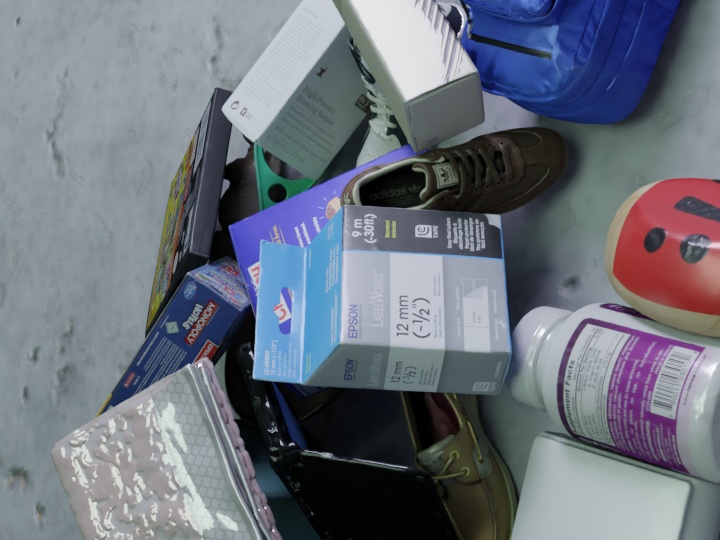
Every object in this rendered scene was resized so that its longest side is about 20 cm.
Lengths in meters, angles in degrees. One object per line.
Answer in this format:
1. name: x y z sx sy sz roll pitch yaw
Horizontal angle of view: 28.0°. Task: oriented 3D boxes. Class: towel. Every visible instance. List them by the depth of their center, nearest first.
1. towel: -0.168 0.202 1.236 0.191 0.032 0.200 -33 71 26

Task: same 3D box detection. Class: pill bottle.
1. pill bottle: 0.212 0.086 1.112 0.200 0.112 0.112 14 92 45

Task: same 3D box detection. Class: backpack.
1. backpack: 0.161 -0.229 1.189 0.162 0.168 0.200 27 105 50

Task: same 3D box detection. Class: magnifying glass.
1. magnifying glass: -0.086 -0.070 1.457 0.079 0.022 0.200 20 92 0

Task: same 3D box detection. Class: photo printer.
1. photo printer: 0.190 0.241 1.132 0.166 0.069 0.200 14 92 45

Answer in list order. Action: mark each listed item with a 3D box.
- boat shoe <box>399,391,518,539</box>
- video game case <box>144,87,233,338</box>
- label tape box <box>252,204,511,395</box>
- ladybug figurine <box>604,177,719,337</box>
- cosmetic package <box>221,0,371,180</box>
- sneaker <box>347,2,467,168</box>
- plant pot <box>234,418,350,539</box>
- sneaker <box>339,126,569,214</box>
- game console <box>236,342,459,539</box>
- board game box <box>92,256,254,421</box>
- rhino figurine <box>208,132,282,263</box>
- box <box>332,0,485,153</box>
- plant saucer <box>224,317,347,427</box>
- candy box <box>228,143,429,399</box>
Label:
1. boat shoe: 0.077 0.161 1.259 0.074 0.066 0.200 -37 60 32
2. video game case: -0.172 -0.054 1.456 0.181 0.025 0.200 126 154 -53
3. label tape box: 0.017 0.021 1.167 0.066 0.200 0.143 101 172 -51
4. ladybug figurine: 0.263 -0.017 1.069 0.136 0.072 0.200 -39 37 -23
5. cosmetic package: -0.029 -0.197 1.382 0.200 0.102 0.074 -52 50 7
6. sneaker: 0.021 -0.166 1.335 0.199 0.129 0.080 -56 48 21
7. plant pot: -0.127 0.228 1.353 0.141 0.200 0.141 39 109 41
8. sneaker: 0.081 -0.073 1.221 0.200 0.076 0.071 -17 90 5
9. game console: -0.008 0.154 1.216 0.116 0.200 0.176 -21 58 0
10. board game box: -0.158 0.068 1.371 0.062 0.200 0.200 35 110 1
11. rhino figurine: -0.116 -0.092 1.505 0.087 0.060 0.200 15 91 49
12. box: 0.032 -0.205 1.222 0.068 0.082 0.200 -25 63 -4
13. plant saucer: -0.052 0.064 1.400 0.200 0.032 0.200 -25 49 33
14. candy box: 0.000 0.000 1.305 0.200 0.077 0.169 -23 62 6
